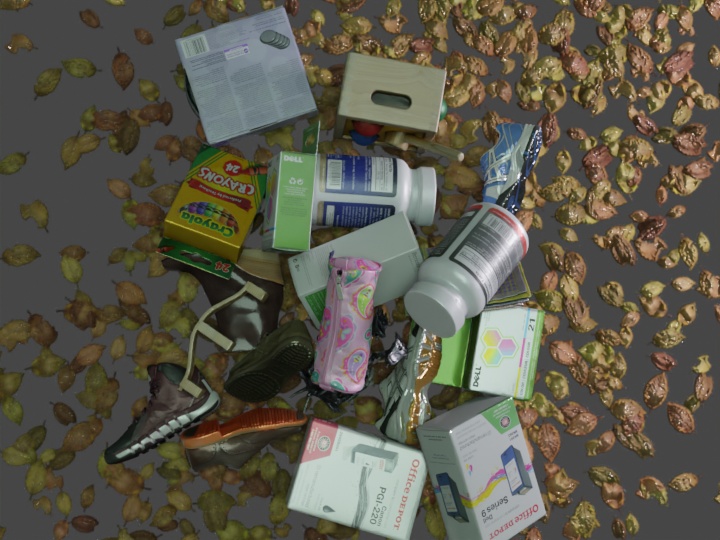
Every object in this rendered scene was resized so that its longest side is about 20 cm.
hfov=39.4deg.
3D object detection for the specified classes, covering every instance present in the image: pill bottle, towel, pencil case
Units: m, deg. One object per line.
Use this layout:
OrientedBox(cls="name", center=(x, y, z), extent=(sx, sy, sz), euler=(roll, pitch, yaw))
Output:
OrientedBox(cls="pill bottle", center=(0.017, -0.124, 1.607), extent=(0.199, 0.116, 0.116), euler=(4, 84, -3))
OrientedBox(cls="towel", center=(0.164, 0.007, 1.611), extent=(0.199, 0.023, 0.144), euler=(-7, 50, 3))
OrientedBox(cls="pill bottle", center=(0.159, 0.000, 1.528), extent=(0.116, 0.116, 0.200), euler=(41, 62, 1))
OrientedBox(cls="pencil case", center=(-0.022, 0.077, 1.480), extent=(0.087, 0.087, 0.201), euler=(8, 101, -3))

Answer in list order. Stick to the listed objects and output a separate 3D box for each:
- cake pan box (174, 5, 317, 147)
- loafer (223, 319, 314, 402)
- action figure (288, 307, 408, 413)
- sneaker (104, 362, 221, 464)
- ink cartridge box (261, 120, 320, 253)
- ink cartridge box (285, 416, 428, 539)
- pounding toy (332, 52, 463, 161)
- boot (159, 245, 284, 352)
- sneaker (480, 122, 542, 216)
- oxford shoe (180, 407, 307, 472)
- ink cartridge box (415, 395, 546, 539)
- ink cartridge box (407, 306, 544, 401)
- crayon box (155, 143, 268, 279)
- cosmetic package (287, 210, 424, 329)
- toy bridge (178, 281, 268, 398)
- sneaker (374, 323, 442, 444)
OrientedBox(cls="cake pan box", center=(-0.189, -0.313, 1.646), extent=(0.199, 0.052, 0.185), euler=(-20, 84, -6))
OrientedBox(cls="loafer", center=(-0.138, 0.142, 1.563), extent=(0.076, 0.200, 0.068), euler=(37, 40, -25))
OrientedBox(cls="action figure", center=(-0.021, 0.148, 1.588), extent=(0.200, 0.102, 0.119), euler=(-34, 102, 23))
OrientedBox(cls="sneaker", center=(-0.329, 0.213, 1.580), extent=(0.199, 0.076, 0.116), euler=(-29, 82, -16))
OrientedBox(cls="ink cartridge box", center=(-0.109, -0.128, 1.548), extent=(0.059, 0.104, 0.201), euler=(5, 87, -15))
OrientedBox(cls="ink cartridge box", center=(-0.003, 0.327, 1.578), extent=(0.199, 0.085, 0.146), euler=(17, 84, -4))
OrientedBox(cls="pounding toy", center=(0.062, -0.241, 1.587), extent=(0.199, 0.184, 0.143), euler=(10, 84, -3))
OrientedBox(cls="boot", center=(-0.220, 0.046, 1.596), extent=(0.199, 0.072, 0.167), euler=(2, 82, -7))
OrientedBox(cls="sneaker", center=(0.232, -0.150, 1.656), extent=(0.077, 0.076, 0.201), euler=(21, 85, 24))
OrientedBox(cls="oxford shoe", center=(-0.179, 0.268, 1.589), extent=(0.199, 0.071, 0.073), euler=(-11, 105, 0))
OrientedBox(cls="ink cartridge box", center=(0.187, 0.312, 1.551), extent=(0.145, 0.087, 0.201), euler=(-20, 98, -35))
OrientedBox(cls="ink cartridge box", center=(0.180, 0.121, 1.614), extent=(0.199, 0.076, 0.149), euler=(10, 84, -4))
OrientedBox(cls="crayon box", center=(-0.226, -0.095, 1.578), extent=(0.126, 0.051, 0.201), euler=(20, 56, -2))
OrientedBox(cls="cosmetic package", center=(0.000, 0.000, 1.575), extent=(0.199, 0.108, 0.085), euler=(-22, 52, 5))
OrientedBox(cls="toy bridge", center=(-0.225, 0.102, 1.557), extent=(0.067, 0.027, 0.200), euler=(33, 85, 10))
OrientedBox(cls="sneaker", center=(0.069, 0.169, 1.587), extent=(0.087, 0.076, 0.201), euler=(5, 77, 38))
